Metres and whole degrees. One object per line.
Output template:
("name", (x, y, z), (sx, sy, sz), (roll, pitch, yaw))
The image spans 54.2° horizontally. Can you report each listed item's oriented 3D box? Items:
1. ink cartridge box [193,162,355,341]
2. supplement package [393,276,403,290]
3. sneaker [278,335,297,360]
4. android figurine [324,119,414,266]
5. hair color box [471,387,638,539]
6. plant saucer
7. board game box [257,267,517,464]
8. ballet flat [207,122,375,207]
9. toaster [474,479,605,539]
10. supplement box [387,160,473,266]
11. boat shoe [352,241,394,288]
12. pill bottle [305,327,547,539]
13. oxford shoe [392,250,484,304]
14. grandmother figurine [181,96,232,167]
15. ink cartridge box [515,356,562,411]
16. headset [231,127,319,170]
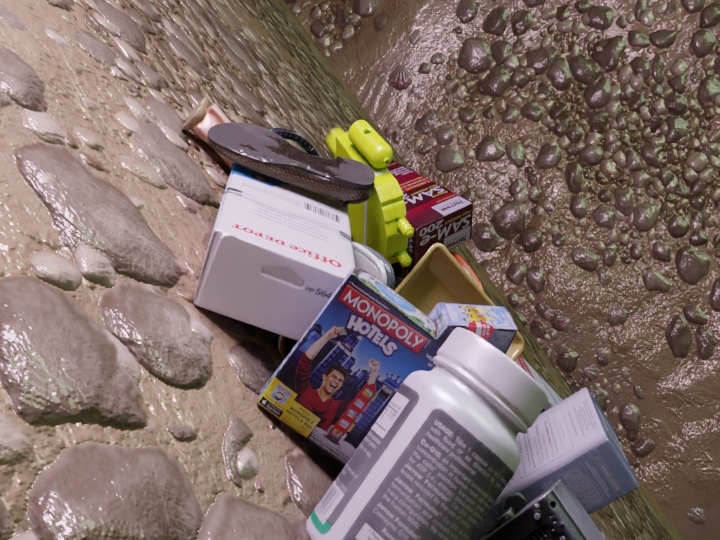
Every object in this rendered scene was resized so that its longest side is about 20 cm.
("ink cartridge box", (-0.086, -0.023, 0.738), (0.142, 0.086, 0.201), (20, 24, -13))
("supplement package", (0.079, 0.082, 1.048), (0.113, 0.109, 0.202), (38, 19, -40))
("sneaker", (-0.050, 0.060, 0.763), (0.085, 0.072, 0.202), (44, 17, -34))
("android figurine", (0.010, -0.088, 0.879), (0.201, 0.040, 0.185), (54, -26, 40))
("hair color box", (0.162, 0.211, 0.694), (0.061, 0.198, 0.099), (52, 16, -11))
("plant saucer", (0.086, 0.101, 0.897), (0.200, 0.201, 0.048), (45, -7, -22))
("board game box", (0.040, 0.091, 0.651), (0.198, 0.201, 0.062), (36, 13, -11))
("ballet flat", (-0.079, -0.116, 0.792), (0.194, 0.047, 0.068), (16, 44, -6))
("toaster", (0.149, 0.301, 0.579), (0.202, 0.180, 0.118), (54, 14, 16))
("supplement box", (0.052, -0.089, 0.984), (0.199, 0.107, 0.062), (35, -41, 41))
("boat shoe", (0.000, 0.000, 0.849), (0.199, 0.060, 0.075), (-179, -98, -66))
("pill bottle", (0.055, 0.155, 0.556), (0.112, 0.202, 0.113), (37, -7, 6))
("oxford shoe", (0.086, 0.002, 0.974), (0.071, 0.073, 0.199), (-20, 42, -37))
("grandmother figurine", (-0.157, -0.147, 0.977), (0.199, 0.060, 0.122), (43, 23, -23))
("ink cartridge box", (0.241, 0.233, 1.115), (0.199, 0.145, 0.084), (42, 15, -32))
("headset", (-0.095, -0.096, 0.949), (0.202, 0.122, 0.094), (58, -9, -28))
